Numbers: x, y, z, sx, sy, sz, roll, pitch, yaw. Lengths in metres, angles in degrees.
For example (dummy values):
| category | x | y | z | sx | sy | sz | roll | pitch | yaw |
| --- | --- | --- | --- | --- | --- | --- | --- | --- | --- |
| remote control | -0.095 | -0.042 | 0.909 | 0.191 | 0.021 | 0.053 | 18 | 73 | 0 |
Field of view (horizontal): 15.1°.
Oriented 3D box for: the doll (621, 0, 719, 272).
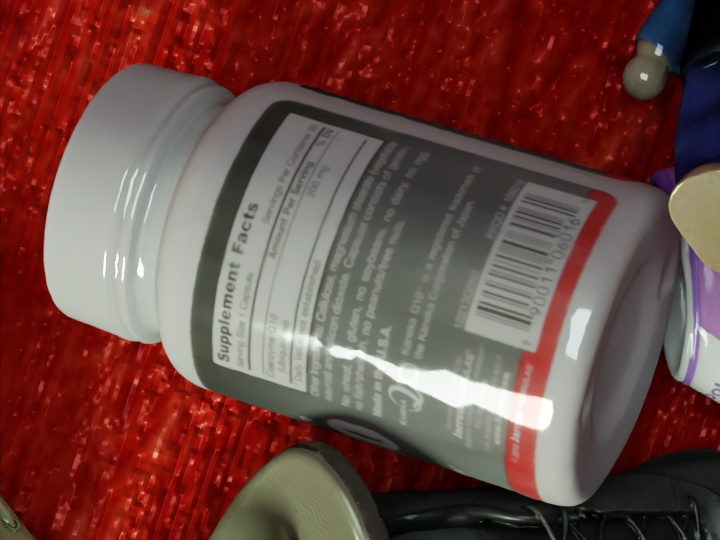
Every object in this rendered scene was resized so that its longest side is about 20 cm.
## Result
| category | x | y | z | sx | sy | sz | roll | pitch | yaw |
| --- | --- | --- | --- | --- | --- | --- | --- | --- | --- |
| doll | 0.151 | -0.083 | 0.941 | 0.136 | 0.200 | 0.048 | -20 | 123 | 21 |

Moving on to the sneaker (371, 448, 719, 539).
| category | x | y | z | sx | sy | sz | roll | pitch | yaw |
| --- | --- | --- | --- | --- | --- | --- | --- | --- | --- |
| sneaker | 0.078 | 0.105 | 0.966 | 0.200 | 0.091 | 0.076 | -9 | 85 | -1 |

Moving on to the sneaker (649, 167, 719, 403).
| category | x | y | z | sx | sy | sz | roll | pitch | yaw |
| --- | --- | --- | --- | --- | --- | --- | --- | --- | --- |
| sneaker | 0.168 | -0.043 | 0.972 | 0.114 | 0.073 | 0.201 | 19 | 87 | -8 |

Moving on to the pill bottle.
| category | x | y | z | sx | sy | sz | roll | pitch | yaw |
| --- | --- | --- | --- | --- | --- | --- | --- | --- | --- |
| pill bottle | 0.000 | 0.000 | 0.946 | 0.200 | 0.114 | 0.114 | 17 | 87 | 18 |

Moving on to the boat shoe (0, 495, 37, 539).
| category | x | y | z | sx | sy | sz | roll | pitch | yaw |
| --- | --- | --- | --- | --- | --- | --- | --- | --- | --- |
| boat shoe | -0.184 | 0.049 | 0.992 | 0.201 | 0.063 | 0.073 | 55 | 134 | 7 |

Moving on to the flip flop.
| category | x | y | z | sx | sy | sz | roll | pitch | yaw |
| --- | --- | --- | --- | --- | --- | --- | --- | --- | --- |
| flip flop | -0.061 | 0.137 | 0.942 | 0.200 | 0.058 | 0.081 | -42 | 69 | 29 |
